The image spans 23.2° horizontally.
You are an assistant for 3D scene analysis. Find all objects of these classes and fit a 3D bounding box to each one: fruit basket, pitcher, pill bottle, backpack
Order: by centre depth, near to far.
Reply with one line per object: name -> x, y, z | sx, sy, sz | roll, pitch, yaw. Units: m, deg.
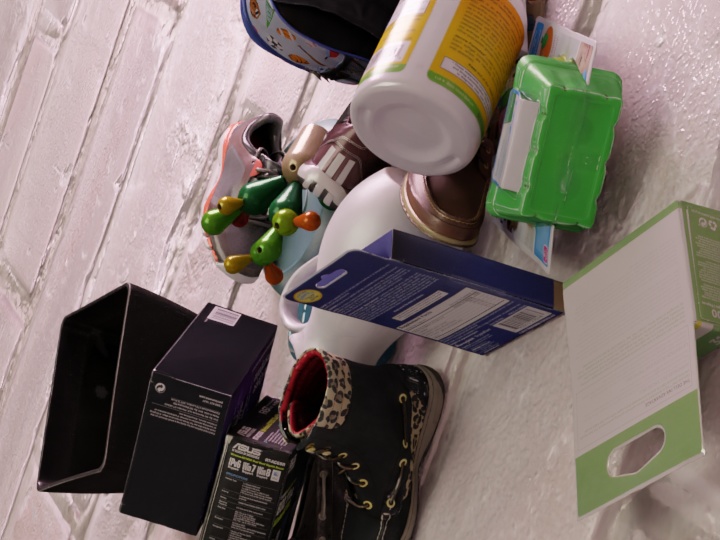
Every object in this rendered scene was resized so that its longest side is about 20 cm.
fruit basket -> 0.141, -0.109, 1.432 | 0.200, 0.094, 0.185 | -131, 51, -69
pill bottle -> 0.075, -0.187, 1.474 | 0.111, 0.111, 0.200 | -33, 27, 53
pitcher -> 0.000, 0.000, 1.598 | 0.172, 0.121, 0.200 | 47, 115, 47
backpack -> -0.022, -0.276, 1.717 | 0.154, 0.190, 0.200 | -20, 58, 54

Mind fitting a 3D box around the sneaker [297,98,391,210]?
sneaker -> 0.014, -0.132, 1.660 | 0.116, 0.076, 0.200 | -54, 2, 22

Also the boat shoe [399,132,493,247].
boat shoe -> 0.078, -0.091, 1.509 | 0.200, 0.072, 0.068 | -86, 16, -58

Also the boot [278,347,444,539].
boot -> -0.015, 0.168, 1.512 | 0.073, 0.154, 0.204 | 16, 89, 44

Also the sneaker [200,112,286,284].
sneaker -> -0.117, -0.085, 1.878 | 0.082, 0.077, 0.200 | -30, 51, 46

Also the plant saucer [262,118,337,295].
plant saucer -> -0.062, -0.068, 1.873 | 0.200, 0.027, 0.200 | -36, 47, 50

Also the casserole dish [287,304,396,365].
casserole dish -> -0.018, 0.040, 1.721 | 0.200, 0.039, 0.121 | -9, 69, 60

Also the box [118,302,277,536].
box -> -0.144, 0.131, 1.600 | 0.200, 0.079, 0.141 | -61, -11, -71

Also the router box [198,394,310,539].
router box -> -0.094, 0.207, 1.598 | 0.200, 0.062, 0.150 | -44, -31, -81

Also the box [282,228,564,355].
box -> 0.050, 0.016, 1.423 | 0.121, 0.200, 0.032 | -33, 48, 52

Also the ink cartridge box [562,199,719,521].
ink cartridge box -> 0.208, 0.068, 1.264 | 0.146, 0.048, 0.200 | -40, 43, 48

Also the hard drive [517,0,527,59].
hard drive -> 0.094, -0.273, 1.617 | 0.132, 0.026, 0.200 | -17, 65, 40

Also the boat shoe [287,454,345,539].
boat shoe -> -0.045, 0.268, 1.624 | 0.071, 0.064, 0.200 | -2, 75, 62

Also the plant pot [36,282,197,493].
plant pot -> -0.222, 0.147, 1.899 | 0.200, 0.177, 0.200 | -23, 57, 56

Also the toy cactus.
toy cactus -> -0.060, -0.071, 1.771 | 0.200, 0.102, 0.165 | -9, 49, 38

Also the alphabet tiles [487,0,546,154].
alphabet tiles -> 0.117, -0.198, 1.620 | 0.166, 0.006, 0.200 | -8, 70, 61
